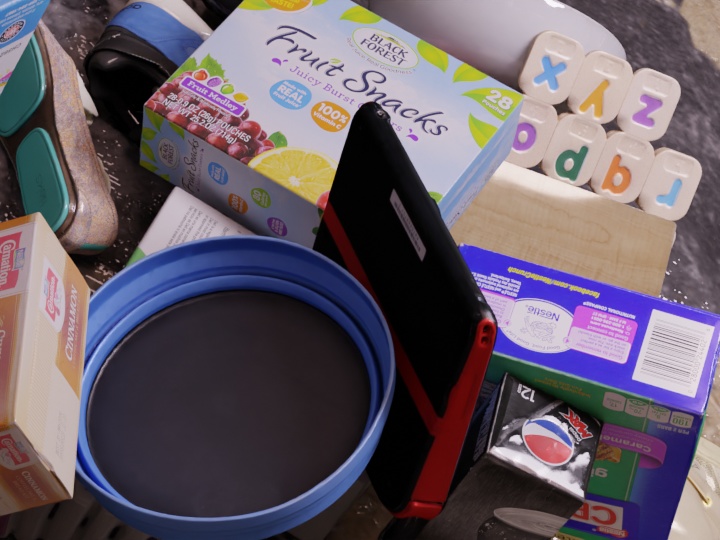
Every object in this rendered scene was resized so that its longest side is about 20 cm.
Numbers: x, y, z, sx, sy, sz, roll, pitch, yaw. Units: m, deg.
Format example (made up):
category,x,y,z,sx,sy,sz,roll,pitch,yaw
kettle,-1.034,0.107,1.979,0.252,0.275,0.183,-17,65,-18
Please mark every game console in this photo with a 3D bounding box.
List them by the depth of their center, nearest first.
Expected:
category,x,y,z,sx,sy,sz,roll,pitch,yaw
game console,0.021,0.027,1.391,0.031,0.178,0.201,-3,43,-25

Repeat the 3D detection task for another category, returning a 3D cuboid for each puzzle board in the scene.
category,x,y,z,sx,sy,sz,roll,pitch,yaw
puzzle board,0.118,0.007,1.678,0.199,0.017,0.152,18,80,-16

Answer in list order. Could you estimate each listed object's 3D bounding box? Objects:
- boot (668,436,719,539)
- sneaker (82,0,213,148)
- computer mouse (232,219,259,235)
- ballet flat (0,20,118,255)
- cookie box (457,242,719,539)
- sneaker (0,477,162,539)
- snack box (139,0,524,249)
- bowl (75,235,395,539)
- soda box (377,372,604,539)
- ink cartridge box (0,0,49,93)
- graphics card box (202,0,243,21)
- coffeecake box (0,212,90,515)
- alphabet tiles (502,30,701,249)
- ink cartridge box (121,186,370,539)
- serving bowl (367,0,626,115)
category,x,y,z,sx,sy,sz,roll,pitch,yaw
boot,0.161,0.160,1.579,0.199,0.073,0.156,25,44,-14
sneaker,-0.103,-0.107,1.654,0.199,0.077,0.111,37,44,-2
computer mouse,0.000,0.000,1.593,0.199,0.110,0.044,31,79,15
ballet flat,-0.206,-0.091,1.594,0.067,0.068,0.201,19,46,-45
cookie box,0.125,0.087,1.461,0.170,0.201,0.076,16,58,9
sneaker,-0.176,0.116,1.408,0.199,0.081,0.089,27,35,-15
snack box,-0.019,-0.093,1.564,0.199,0.068,0.169,31,54,13
bowl,-0.078,0.069,1.355,0.199,0.040,0.202,-3,52,4
soda box,0.070,0.150,1.429,0.070,0.200,0.064,26,49,-7
ink cartridge box,-0.290,-0.119,1.457,0.085,0.200,0.144,47,44,9
graphics card box,-0.029,-0.161,1.719,0.200,0.051,0.125,39,0,3
coffeecake box,-0.257,0.069,1.309,0.073,0.199,0.154,61,20,-43
alphabet tiles,0.143,-0.065,1.704,0.199,0.197,0.015,18,10,-17
ink cartridge box,-0.073,0.062,1.509,0.199,0.084,0.146,32,42,-3
serving bowl,0.094,-0.153,1.762,0.199,0.200,0.066,19,79,-16
